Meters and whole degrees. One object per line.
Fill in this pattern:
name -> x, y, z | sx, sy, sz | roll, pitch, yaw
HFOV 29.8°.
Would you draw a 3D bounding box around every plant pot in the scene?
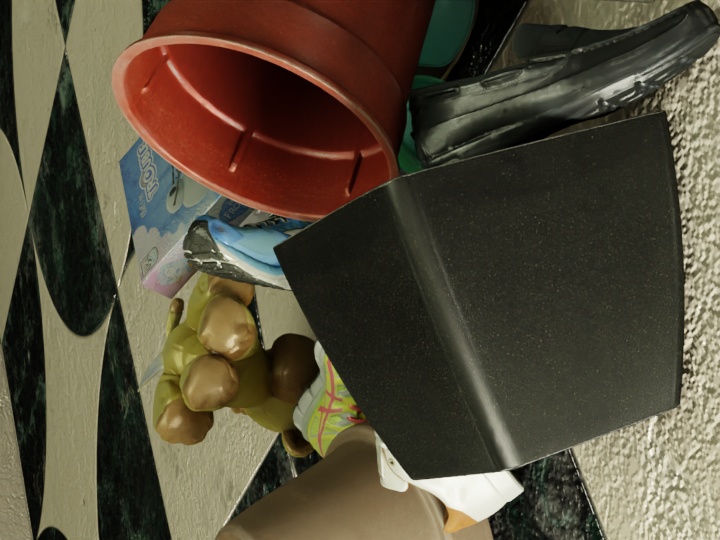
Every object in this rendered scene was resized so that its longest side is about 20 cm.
plant pot -> -0.018, 0.233, 1.076 | 0.200, 0.174, 0.201 | 28, 125, 49
plant pot -> -0.038, -0.168, 0.919 | 0.201, 0.200, 0.196 | -38, 28, 61
plant pot -> 0.087, 0.027, 0.852 | 0.199, 0.199, 0.178 | -25, 80, 64

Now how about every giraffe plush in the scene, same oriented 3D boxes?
giraffe plush -> -0.105, 0.102, 1.298 | 0.200, 0.162, 0.173 | -31, 43, 60

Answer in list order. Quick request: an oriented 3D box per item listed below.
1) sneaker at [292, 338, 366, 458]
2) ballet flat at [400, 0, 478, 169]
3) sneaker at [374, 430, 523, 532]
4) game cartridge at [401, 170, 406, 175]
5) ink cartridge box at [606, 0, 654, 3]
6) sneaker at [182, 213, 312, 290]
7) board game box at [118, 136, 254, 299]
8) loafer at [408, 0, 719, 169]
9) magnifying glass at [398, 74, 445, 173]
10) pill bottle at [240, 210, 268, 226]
sneaker -> 0.003, 0.110, 1.191 | 0.090, 0.078, 0.200 | 59, 150, 30
ballet flat -> 0.041, -0.171, 1.070 | 0.063, 0.068, 0.200 | -96, 20, -47
sneaker -> 0.028, 0.109, 0.991 | 0.200, 0.085, 0.073 | 51, -173, -3
game cartridge -> -0.034, -0.161, 1.149 | 0.040, 0.133, 0.201 | -31, 63, 43
ink cartridge box -> 0.117, -0.265, 0.788 | 0.084, 0.144, 0.201 | -138, 50, -59
sneaker -> -0.079, -0.030, 1.211 | 0.078, 0.200, 0.090 | 9, 88, 38
board game box -> -0.156, -0.108, 1.340 | 0.199, 0.043, 0.200 | -46, 39, 22
loafer -> 0.115, -0.118, 0.809 | 0.200, 0.068, 0.071 | -23, 85, 28
magnifying glass -> 0.072, -0.059, 1.004 | 0.022, 0.079, 0.201 | -51, 53, 56
pill bottle -> -0.169, -0.098, 1.480 | 0.200, 0.113, 0.114 | -120, 35, -45
